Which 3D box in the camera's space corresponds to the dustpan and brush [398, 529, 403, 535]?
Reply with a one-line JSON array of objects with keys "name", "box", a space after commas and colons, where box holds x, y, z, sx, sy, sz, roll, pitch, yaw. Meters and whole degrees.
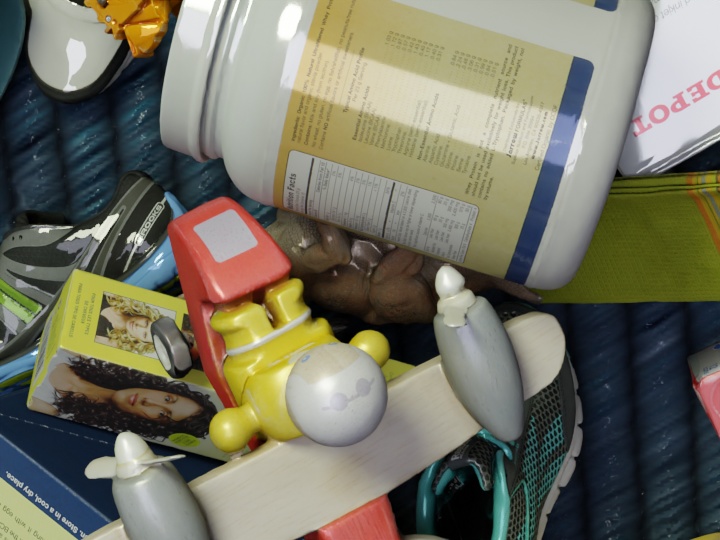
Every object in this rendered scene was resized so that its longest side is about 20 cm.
[{"name": "dustpan and brush", "box": [-0.046, 0.134, 0.975, 0.139, 0.057, 0.201, -22, 81, 18]}]

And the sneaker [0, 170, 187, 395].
[{"name": "sneaker", "box": [-0.180, 0.013, 0.980, 0.199, 0.071, 0.083, -32, 80, 12]}]

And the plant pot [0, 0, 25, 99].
[{"name": "plant pot", "box": [-0.302, -0.129, 0.910, 0.161, 0.200, 0.201, 43, 104, 14]}]

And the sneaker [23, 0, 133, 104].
[{"name": "sneaker", "box": [-0.142, -0.185, 0.927, 0.073, 0.080, 0.201, 17, 104, 4]}]

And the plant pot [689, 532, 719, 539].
[{"name": "plant pot", "box": [0.138, 0.260, 0.914, 0.188, 0.201, 0.202, -24, 96, 29]}]

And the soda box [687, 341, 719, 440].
[{"name": "soda box", "box": [0.247, 0.126, 0.927, 0.070, 0.063, 0.201, -26, 96, 13]}]

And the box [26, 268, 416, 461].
[{"name": "box", "box": [-0.066, 0.062, 0.908, 0.199, 0.050, 0.075, 15, 146, -15]}]

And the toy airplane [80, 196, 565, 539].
[{"name": "toy airplane", "box": [-0.017, 0.079, 0.791, 0.198, 0.141, 0.201, 20, 70, -7]}]

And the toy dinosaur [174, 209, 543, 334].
[{"name": "toy dinosaur", "box": [0.000, 0.000, 0.917, 0.198, 0.086, 0.136, 11, 131, 10]}]

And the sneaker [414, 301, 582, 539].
[{"name": "sneaker", "box": [0.068, 0.101, 0.903, 0.077, 0.091, 0.201, 3, 64, 16]}]

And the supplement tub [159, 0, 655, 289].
[{"name": "supplement tub", "box": [0.021, -0.086, 0.799, 0.198, 0.144, 0.145, 18, 102, 3]}]

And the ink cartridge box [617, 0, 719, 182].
[{"name": "ink cartridge box", "box": [0.149, -0.167, 0.879, 0.144, 0.083, 0.201, -29, 94, 14]}]

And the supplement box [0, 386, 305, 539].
[{"name": "supplement box", "box": [-0.136, 0.195, 0.931, 0.199, 0.134, 0.201, 33, 110, 20]}]

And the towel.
[{"name": "towel", "box": [0.153, -0.012, 0.878, 0.199, 0.018, 0.086, -1, 134, 37]}]

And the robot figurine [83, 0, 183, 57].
[{"name": "robot figurine", "box": [-0.044, -0.191, 0.882, 0.200, 0.145, 0.058, -42, 78, 24]}]
